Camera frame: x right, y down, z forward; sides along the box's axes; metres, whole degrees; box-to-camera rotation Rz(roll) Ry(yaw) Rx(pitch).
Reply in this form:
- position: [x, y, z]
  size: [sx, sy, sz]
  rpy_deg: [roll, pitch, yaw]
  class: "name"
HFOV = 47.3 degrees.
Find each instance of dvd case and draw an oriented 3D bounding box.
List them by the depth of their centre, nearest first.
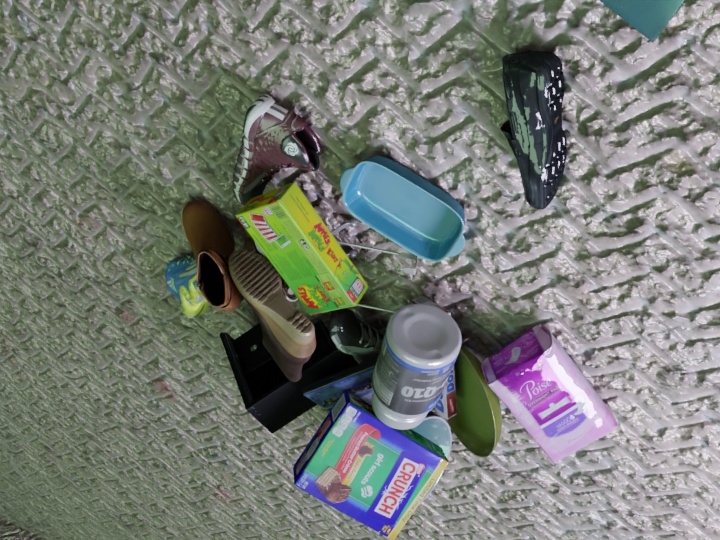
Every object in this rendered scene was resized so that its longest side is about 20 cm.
- position: [0.003, 0.211, 1.423]
  size: [0.142, 0.018, 0.200]
  rpy_deg: [-23, 149, 12]
  class: "dvd case"

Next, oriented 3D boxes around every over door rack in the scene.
- position: [0.000, 0.000, 1.288]
  size: [0.199, 0.067, 0.148]
  rpy_deg: [20, 138, 17]
  class: "over door rack"

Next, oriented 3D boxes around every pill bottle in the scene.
- position: [0.079, 0.154, 1.268]
  size: [0.113, 0.114, 0.200]
  rpy_deg: [25, 139, 10]
  class: "pill bottle"

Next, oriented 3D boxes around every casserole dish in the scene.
- position: [0.065, -0.092, 1.174]
  size: [0.200, 0.039, 0.121]
  rpy_deg: [32, 141, 3]
  class: "casserole dish"

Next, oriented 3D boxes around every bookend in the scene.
- position: [-0.126, 0.149, 1.476]
  size: [0.200, 0.199, 0.092]
  rpy_deg: [-32, 134, 2]
  class: "bookend"

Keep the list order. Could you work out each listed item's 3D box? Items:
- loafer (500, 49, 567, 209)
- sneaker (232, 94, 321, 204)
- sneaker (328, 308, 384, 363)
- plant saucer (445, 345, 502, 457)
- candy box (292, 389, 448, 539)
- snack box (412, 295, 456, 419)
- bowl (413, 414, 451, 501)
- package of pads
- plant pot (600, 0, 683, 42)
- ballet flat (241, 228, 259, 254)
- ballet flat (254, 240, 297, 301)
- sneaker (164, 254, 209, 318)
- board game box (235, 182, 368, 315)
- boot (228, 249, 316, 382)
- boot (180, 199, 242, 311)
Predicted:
- position: [0.205, -0.167, 0.984]
  size: [0.070, 0.068, 0.201]
  rpy_deg: [15, 133, 33]
  class: "loafer"
- position: [-0.119, -0.153, 1.210]
  size: [0.115, 0.076, 0.200]
  rpy_deg: [25, 139, 6]
  class: "sneaker"
- position: [0.036, 0.114, 1.371]
  size: [0.115, 0.075, 0.200]
  rpy_deg: [-6, 149, 27]
  class: "sneaker"
- position: [0.175, 0.203, 1.337]
  size: [0.200, 0.031, 0.200]
  rpy_deg: [54, 153, 43]
  class: "plant saucer"
- position: [0.015, 0.324, 1.365]
  size: [0.200, 0.077, 0.169]
  rpy_deg: [32, 97, -11]
  class: "candy box"
- position: [0.121, 0.142, 1.333]
  size: [0.072, 0.024, 0.201]
  rpy_deg: [31, 136, 48]
  class: "snack box"
- position: [0.065, 0.338, 1.518]
  size: [0.105, 0.201, 0.201]
  rpy_deg: [27, 146, 42]
  class: "bowl"
- position: [0.288, 0.191, 1.253]
  size: [0.120, 0.076, 0.200]
  rpy_deg: [-35, 111, 12]
  class: "package of pads"
- position: [0.237, -0.338, 0.733]
  size: [0.200, 0.141, 0.141]
  rpy_deg: [36, 141, 8]
  class: "plant pot"
- position: [-0.169, -0.042, 1.379]
  size: [0.063, 0.069, 0.200]
  rpy_deg: [48, 144, 25]
  class: "ballet flat"
- position: [-0.122, -0.015, 1.334]
  size: [0.069, 0.070, 0.200]
  rpy_deg: [20, 151, 16]
  class: "ballet flat"
- position: [-0.306, 0.000, 1.493]
  size: [0.105, 0.076, 0.200]
  rpy_deg: [41, 131, 8]
  class: "sneaker"
- position: [-0.086, -0.028, 1.230]
  size: [0.101, 0.048, 0.200]
  rpy_deg: [-14, 120, 43]
  class: "board game box"
- position: [-0.152, 0.077, 1.327]
  size: [0.200, 0.072, 0.167]
  rpy_deg: [48, 149, 16]
  class: "boot"
- position: [-0.251, -0.026, 1.336]
  size: [0.076, 0.155, 0.201]
  rpy_deg: [-19, 90, 3]
  class: "boot"
